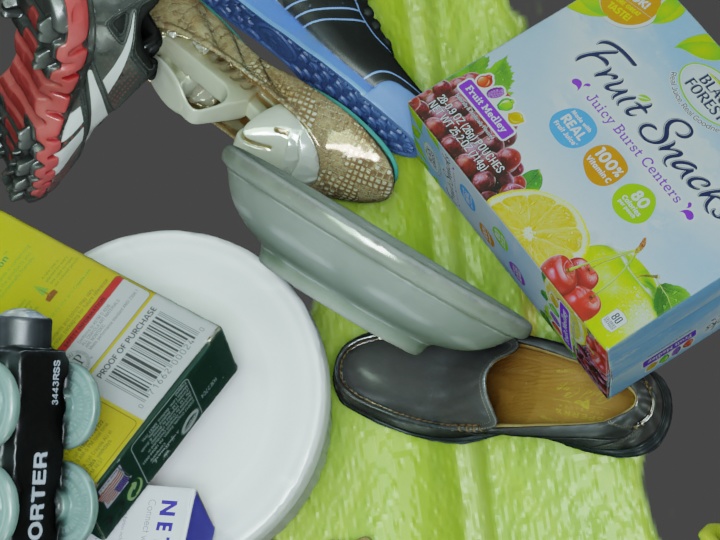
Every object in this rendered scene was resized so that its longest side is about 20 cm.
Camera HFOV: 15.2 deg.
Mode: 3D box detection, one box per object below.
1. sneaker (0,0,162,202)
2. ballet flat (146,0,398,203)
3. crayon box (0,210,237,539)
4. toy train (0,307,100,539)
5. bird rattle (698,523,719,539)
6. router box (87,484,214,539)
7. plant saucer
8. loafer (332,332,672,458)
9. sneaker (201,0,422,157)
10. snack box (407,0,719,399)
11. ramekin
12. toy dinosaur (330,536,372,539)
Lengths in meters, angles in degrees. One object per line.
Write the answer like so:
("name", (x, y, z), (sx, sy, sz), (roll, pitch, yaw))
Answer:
("sneaker", (-0.168, -0.114, 1.596), (0.098, 0.201, 0.071), (-18, 60, -28))
("ballet flat", (-0.068, -0.093, 1.610), (0.200, 0.071, 0.065), (36, 48, 24))
("crayon box", (-0.184, 0.047, 1.495), (0.200, 0.051, 0.127), (28, 67, 26))
("toy train", (-0.198, 0.118, 1.397), (0.114, 0.085, 0.201), (4, 91, 39))
("bird rattle", (0.284, 0.129, 1.475), (0.199, 0.113, 0.164), (-9, 59, 7))
("router box", (-0.186, 0.208, 1.451), (0.179, 0.049, 0.201), (2, 58, 14))
("plant saucer", (0.000, 0.000, 1.503), (0.200, 0.200, 0.050), (31, 92, 17))
("loafer", (0.077, 0.062, 1.544), (0.199, 0.072, 0.073), (4, 79, 13))
("sneaker", (-0.019, -0.155, 1.616), (0.200, 0.070, 0.078), (41, 75, 12))
("snack box", (0.150, -0.054, 1.523), (0.168, 0.068, 0.200), (-31, 63, -11))
("ramekin", (-0.108, 0.084, 1.568), (0.202, 0.094, 0.203), (-3, 77, 11))
("toy dinosaur", (-0.073, 0.221, 1.541), (0.199, 0.058, 0.101), (-22, 73, -21))
